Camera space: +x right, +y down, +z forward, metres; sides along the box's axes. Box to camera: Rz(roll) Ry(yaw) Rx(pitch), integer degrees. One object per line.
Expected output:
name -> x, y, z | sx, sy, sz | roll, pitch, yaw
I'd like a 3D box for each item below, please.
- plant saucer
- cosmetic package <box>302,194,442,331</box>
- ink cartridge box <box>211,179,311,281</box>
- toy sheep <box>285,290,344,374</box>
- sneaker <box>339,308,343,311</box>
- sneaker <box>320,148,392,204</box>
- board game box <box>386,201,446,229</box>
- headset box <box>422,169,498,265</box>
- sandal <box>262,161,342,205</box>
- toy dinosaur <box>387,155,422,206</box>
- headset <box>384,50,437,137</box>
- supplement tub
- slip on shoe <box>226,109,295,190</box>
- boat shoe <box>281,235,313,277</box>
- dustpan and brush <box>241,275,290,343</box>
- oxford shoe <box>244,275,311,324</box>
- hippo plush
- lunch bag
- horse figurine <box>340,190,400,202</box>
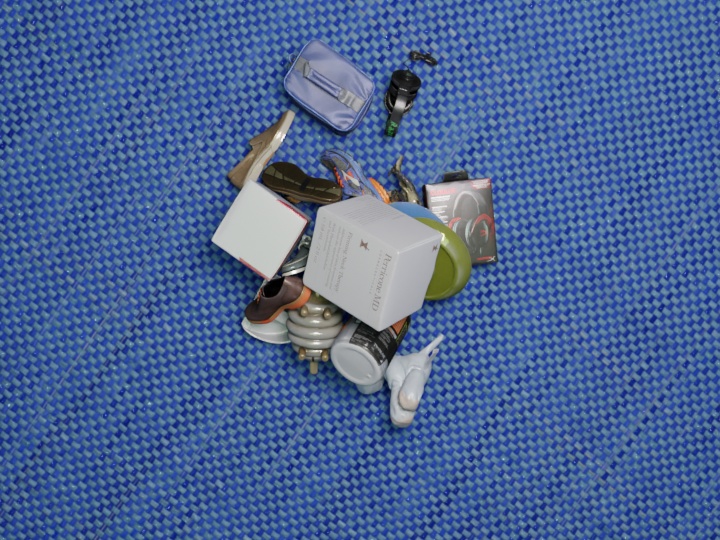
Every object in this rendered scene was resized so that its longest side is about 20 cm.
plant saucer -> 0.129, -0.013, 1.506 | 0.195, 0.031, 0.204 | 13, 129, 16
cosmetic package -> 0.023, -0.022, 1.423 | 0.197, 0.165, 0.171 | 29, 119, 28
ink cartridge box -> -0.197, -0.085, 1.521 | 0.144, 0.200, 0.146 | 33, 94, -3
toy sheep -> -0.095, 0.120, 1.526 | 0.134, 0.138, 0.206 | 8, 105, -3
sneaker -> 0.000, 0.000, 1.588 | 0.074, 0.085, 0.203 | 28, 90, -3
sneaker -> -0.020, -0.183, 1.557 | 0.078, 0.076, 0.200 | -42, 67, -8
board game box -> 0.103, -0.063, 1.530 | 0.154, 0.039, 0.204 | 13, 128, 16
headset box -> 0.213, -0.112, 1.596 | 0.144, 0.075, 0.206 | -5, 94, -1
sandal -> -0.125, -0.173, 1.566 | 0.196, 0.055, 0.082 | 19, 52, 19
toy dinosaur -> 0.092, -0.173, 1.543 | 0.047, 0.087, 0.204 | -37, 57, 27
headset -> 0.102, -0.376, 1.560 | 0.092, 0.124, 0.205 | 16, 73, -4
supplement tub -> 0.029, 0.124, 1.508 | 0.122, 0.123, 0.201 | 38, 48, -4
slip on shoe -> -0.211, -0.263, 1.574 | 0.060, 0.076, 0.202 | 33, 99, -10
boat shoe -> -0.109, -0.046, 1.540 | 0.072, 0.199, 0.063 | -14, 106, 38
dustpan and brush -> -0.142, 0.113, 1.600 | 0.197, 0.057, 0.142 | 29, 94, -20
oxford shoe -> -0.185, 0.052, 1.503 | 0.072, 0.198, 0.073 | 30, 50, -33
hippo plush -> 0.062, 0.223, 1.567 | 0.157, 0.159, 0.204 | 22, 112, 8
lunch bag -> -0.069, -0.387, 1.541 | 0.198, 0.132, 0.138 | 33, 91, -4
horse figurine -> 0.048, -0.127, 1.591 | 0.194, 0.050, 0.136 | -4, 67, 5
